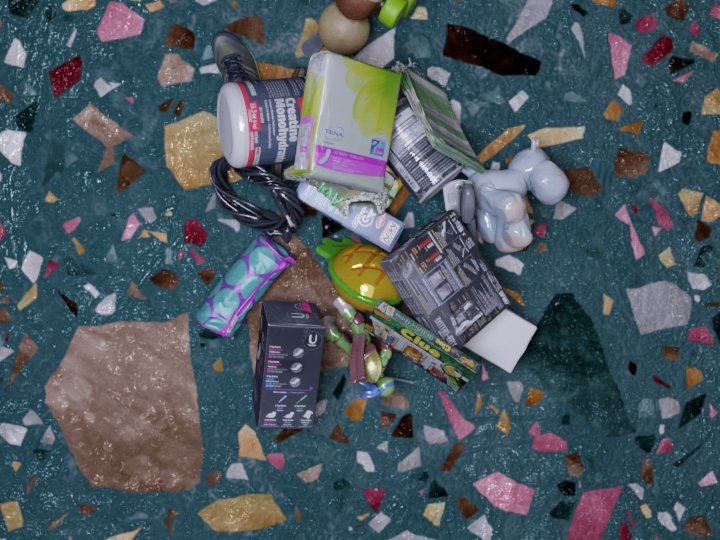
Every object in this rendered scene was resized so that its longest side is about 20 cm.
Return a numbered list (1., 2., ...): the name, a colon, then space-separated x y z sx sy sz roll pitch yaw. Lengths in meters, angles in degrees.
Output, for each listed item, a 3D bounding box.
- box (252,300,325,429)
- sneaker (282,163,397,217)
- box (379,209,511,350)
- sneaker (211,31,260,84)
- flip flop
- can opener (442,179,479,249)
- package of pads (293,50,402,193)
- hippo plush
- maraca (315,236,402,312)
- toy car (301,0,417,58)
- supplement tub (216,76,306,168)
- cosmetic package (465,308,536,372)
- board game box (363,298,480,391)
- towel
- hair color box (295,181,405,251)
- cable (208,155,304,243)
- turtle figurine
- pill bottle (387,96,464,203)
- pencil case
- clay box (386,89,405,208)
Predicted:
1. box: -0.131 0.170 1.536 0.105 0.122 0.202 3 108 -13
2. sneaker: -0.036 -0.138 1.454 0.198 0.077 0.090 7 79 -8
3. box: 0.149 0.022 1.470 0.157 0.050 0.201 -38 100 -22
4. sneaker: -0.213 -0.343 1.529 0.073 0.081 0.201 -27 84 3
5. flip flop: -0.123 -0.267 1.550 0.057 0.081 0.202 16 90 -15
6. can opener: 0.182 -0.077 1.517 0.052 0.067 0.201 -8 134 5
7. package of pads: -0.024 -0.237 1.370 0.153 0.068 0.202 9 90 -34
8. hippo plush: 0.283 -0.139 1.536 0.160 0.160 0.200 -32 51 -13
9. maraca: 0.000 0.000 1.518 0.136 0.200 0.108 0 126 -38
10. toy car: -0.019 -0.444 1.517 0.164 0.158 0.201 33 124 1
11. supplement tub: -0.132 -0.251 1.432 0.198 0.140 0.142 -9 96 -20
12. cosmetic package: 0.212 0.093 1.573 0.199 0.074 0.102 31 95 -4
13. board game box: 0.101 0.129 1.447 0.199 0.105 0.024 33 60 5
14. towel: 0.136 -0.264 1.467 0.023 0.152 0.201 -40 53 26
15. hair color box: -0.019 -0.109 1.543 0.199 0.100 0.061 29 94 -1
16. cable: -0.192 -0.134 1.524 0.199 0.163 0.051 37 62 6
17. turtle figurine: 0.025 0.137 1.567 0.199 0.144 0.194 -33 71 -24
18. pill bottle: 0.081 -0.225 1.476 0.106 0.106 0.201 -38 86 4
19. pencil case: -0.210 0.030 1.565 0.200 0.085 0.092 -51 48 5
20. clay box: 0.051 -0.223 1.557 0.114 0.048 0.201 30 94 -1
